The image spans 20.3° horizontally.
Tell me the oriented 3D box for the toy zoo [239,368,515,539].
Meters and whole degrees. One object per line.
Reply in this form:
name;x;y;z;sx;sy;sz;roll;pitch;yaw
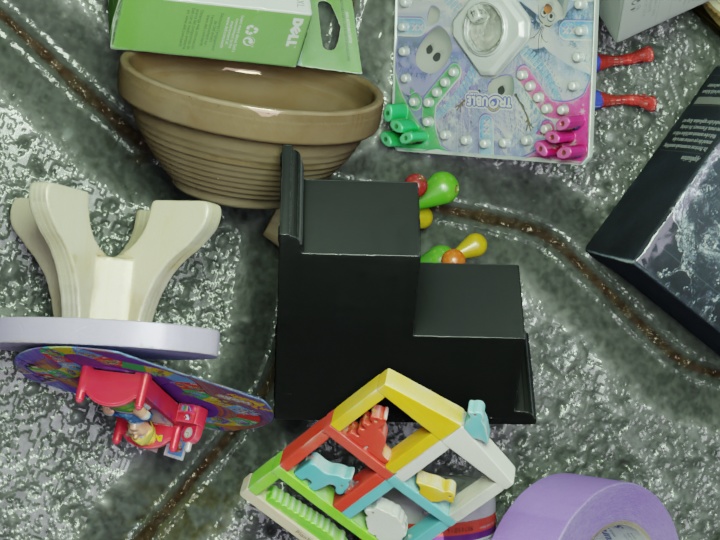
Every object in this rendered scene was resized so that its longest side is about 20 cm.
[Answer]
toy zoo;0.022;0.150;1.503;0.131;0.020;0.200;38;124;-18

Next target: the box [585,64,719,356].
box;0.332;-0.034;1.665;0.197;0.117;0.200;37;87;-15

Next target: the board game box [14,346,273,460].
board game box;-0.166;0.107;1.514;0.200;0.158;0.039;20;70;-27

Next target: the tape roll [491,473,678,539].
tape roll;0.181;0.267;1.628;0.200;0.066;0.200;-4;95;-47

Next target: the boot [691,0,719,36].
boot;0.337;-0.265;1.651;0.200;0.072;0.155;44;92;-3

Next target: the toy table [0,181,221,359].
toy table;-0.194;0.004;1.512;0.200;0.184;0.117;3;84;18

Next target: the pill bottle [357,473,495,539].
pill bottle;0.054;0.270;1.621;0.112;0.112;0.200;-2;95;-14

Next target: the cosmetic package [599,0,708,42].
cosmetic package;0.244;-0.320;1.569;0.200;0.123;0.200;-25;71;-6

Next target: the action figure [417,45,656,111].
action figure;0.144;-0.152;1.643;0.200;0.052;0.066;-5;99;-11

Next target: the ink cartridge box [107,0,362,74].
ink cartridge box;-0.092;-0.215;1.541;0.200;0.104;0.059;5;138;-15

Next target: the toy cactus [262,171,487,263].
toy cactus;0.000;0.000;1.603;0.165;0.102;0.200;27;98;-5

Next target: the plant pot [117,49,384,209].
plant pot;-0.087;-0.105;1.517;0.201;0.201;0.093;5;109;-15

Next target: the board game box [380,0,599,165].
board game box;0.095;-0.187;1.549;0.026;0.200;0.200;-6;100;-47

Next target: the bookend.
bookend;0.036;0.014;1.465;0.198;0.092;0.200;1;136;-2
